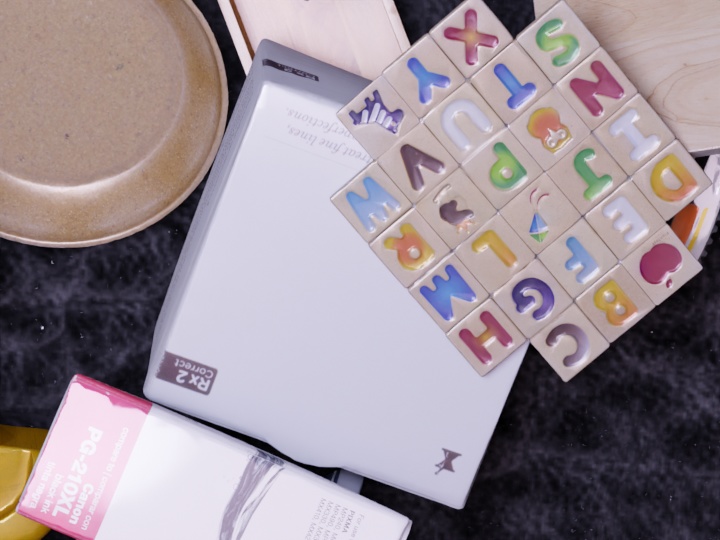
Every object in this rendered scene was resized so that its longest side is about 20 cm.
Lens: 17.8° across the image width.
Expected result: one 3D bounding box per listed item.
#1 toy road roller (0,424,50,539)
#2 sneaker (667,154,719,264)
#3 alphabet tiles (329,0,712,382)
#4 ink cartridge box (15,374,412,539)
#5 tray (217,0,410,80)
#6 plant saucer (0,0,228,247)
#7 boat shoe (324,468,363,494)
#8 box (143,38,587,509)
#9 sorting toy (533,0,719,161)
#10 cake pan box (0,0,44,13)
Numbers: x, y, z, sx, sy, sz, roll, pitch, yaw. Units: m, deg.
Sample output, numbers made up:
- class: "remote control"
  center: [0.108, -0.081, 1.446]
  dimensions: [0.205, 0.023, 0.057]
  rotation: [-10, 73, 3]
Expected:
- class: "toy road roller"
  center: [-0.252, 0.155, 1.384]
  dimensions: [0.145, 0.123, 0.201]
  rotation: [7, 96, -10]
- class: "sneaker"
  center: [0.179, -0.097, 1.353]
  dimensions: [0.090, 0.070, 0.201]
  rotation: [12, 99, -17]
- class: "alphabet tiles"
  center: [0.087, -0.043, 1.248]
  dimensions: [0.166, 0.006, 0.200]
  rotation: [-40, 104, 6]
- class: "ink cartridge box"
  center: [-0.083, 0.134, 1.285]
  dimensions: [0.199, 0.145, 0.085]
  rotation: [24, 85, -4]
- class: "tray"
  center: [-0.037, -0.174, 1.379]
  dimensions: [0.098, 0.037, 0.201]
  rotation: [-21, 94, 4]
- class: "plant saucer"
  center: [-0.178, -0.110, 1.365]
  dimensions: [0.199, 0.035, 0.201]
  rotation: [-2, 120, -3]
- class: "boat shoe"
  center: [-0.076, 0.198, 1.404]
  dimensions: [0.091, 0.071, 0.201]
  rotation: [27, 97, 0]
- class: "box"
  center: [0.000, 0.000, 1.327]
  dimensions: [0.198, 0.131, 0.201]
  rotation: [20, 105, -9]
- class: "sorting toy"
  center: [0.200, -0.161, 1.294]
  dimensions: [0.199, 0.070, 0.200]
  rotation: [-7, 81, 14]
- class: "cake pan box"
  center: [-0.218, -0.246, 1.371]
  dimensions: [0.199, 0.052, 0.185]
  rotation: [-14, 98, 4]
